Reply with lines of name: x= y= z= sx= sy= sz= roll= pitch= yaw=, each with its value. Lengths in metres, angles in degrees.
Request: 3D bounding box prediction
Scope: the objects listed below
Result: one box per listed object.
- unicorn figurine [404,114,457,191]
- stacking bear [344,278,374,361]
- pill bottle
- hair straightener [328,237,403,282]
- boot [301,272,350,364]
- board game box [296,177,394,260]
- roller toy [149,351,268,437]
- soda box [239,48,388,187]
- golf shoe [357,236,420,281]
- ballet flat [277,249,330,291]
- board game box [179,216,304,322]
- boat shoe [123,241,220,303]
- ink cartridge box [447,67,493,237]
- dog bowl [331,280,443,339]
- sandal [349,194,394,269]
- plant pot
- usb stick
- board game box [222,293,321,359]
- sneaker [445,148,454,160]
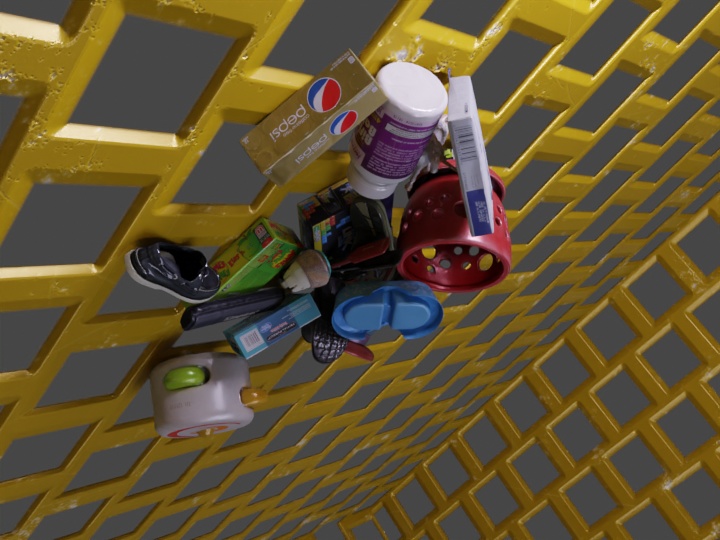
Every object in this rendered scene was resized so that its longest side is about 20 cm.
unicorn figurine: x=0.106 y=-0.193 z=1.396 sx=0.138 sy=0.074 sz=0.201 roll=-55 pitch=-165 yaw=45
stacking bear: x=-0.002 y=0.062 z=1.691 sx=0.201 sy=0.121 sz=0.114 roll=-67 pitch=160 yaw=-2
pill bottle: x=0.046 y=-0.203 z=1.289 sx=0.112 sy=0.112 sz=0.200 roll=-20 pitch=152 yaw=-33
hair straightener: x=0.000 y=0.000 z=1.464 sx=0.199 sy=0.041 sz=0.077 roll=-21 pitch=129 yaw=42
boot: x=-0.073 y=0.107 z=1.604 sx=0.069 sy=0.201 sz=0.132 roll=18 pitch=142 yaw=-16
board game box: x=-0.024 y=-0.082 z=1.504 sx=0.165 sy=0.057 sz=0.200 roll=-29 pitch=157 yaw=-14
roller toy: x=-0.289 y=0.237 z=1.580 sx=0.199 sy=0.141 sz=0.182 roll=3 pitch=159 yaw=-38
soda box: x=-0.065 y=-0.207 z=1.182 sx=0.200 sy=0.068 sz=0.064 roll=-39 pitch=158 yaw=8
golf shoe: x=0.020 y=0.022 z=1.588 sx=0.092 sy=0.073 sz=0.200 roll=36 pitch=93 yaw=-25
ballet flat: x=-0.103 y=0.010 z=1.477 sx=0.067 sy=0.068 sz=0.200 roll=-32 pitch=-178 yaw=-16
board game box: x=-0.198 y=0.002 z=1.433 sx=0.200 sy=0.048 sz=0.101 roll=-41 pitch=158 yaw=14
boat shoe: x=-0.264 y=-0.004 z=1.294 sx=0.066 sy=0.075 sz=0.199 roll=-31 pitch=151 yaw=20
ink cartridge box: x=0.169 y=-0.186 z=1.309 sx=0.040 sy=0.200 sz=0.200 roll=-9 pitch=124 yaw=11
dog bowl: x=0.046 y=0.067 z=1.523 sx=0.199 sy=0.050 sz=0.112 roll=-1 pitch=134 yaw=-9
sandal: x=0.027 y=-0.067 z=1.446 sx=0.201 sy=0.079 sz=0.058 roll=89 pitch=21 yaw=-55
plant pot: x=0.163 y=-0.080 z=1.511 sx=0.199 sy=0.183 sz=0.201 roll=2 pitch=152 yaw=1
usb stick: x=-0.211 y=0.063 z=1.430 sx=0.199 sy=0.033 sz=0.055 roll=-13 pitch=153 yaw=-46
board game box: x=-0.164 y=0.097 z=1.554 sx=0.150 sy=0.047 sz=0.200 roll=-30 pitch=-174 yaw=-13
sneaker: x=0.166 y=-0.176 z=1.606 sx=0.082 sy=0.072 sz=0.200 roll=-3 pitch=154 yaw=-3
